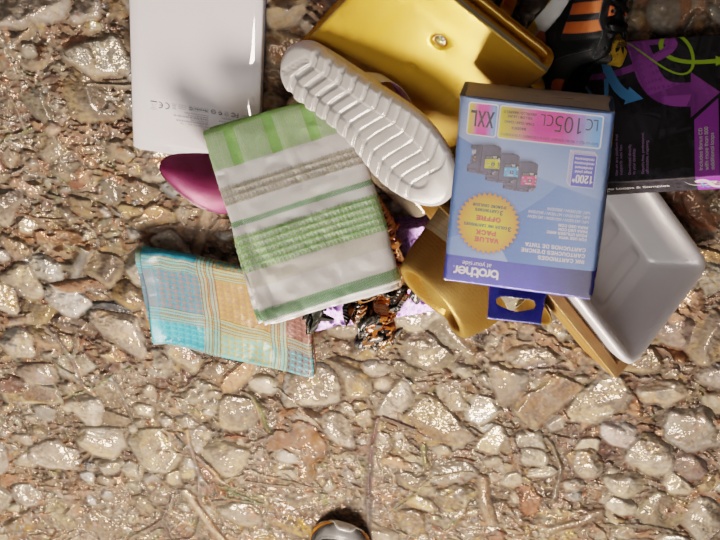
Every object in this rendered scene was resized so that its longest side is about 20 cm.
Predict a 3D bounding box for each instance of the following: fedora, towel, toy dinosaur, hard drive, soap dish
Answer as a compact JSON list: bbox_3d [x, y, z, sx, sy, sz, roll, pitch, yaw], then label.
[{"bbox_3d":[0.097,0.007,1.659,0.082,0.201,0.201,-45,113,-3],"label":"fedora"},{"bbox_3d":[-0.056,-0.061,1.656,0.148,0.031,0.201,-16,96,4],"label":"towel"},{"bbox_3d":[0.000,0.000,1.740,0.135,0.102,0.201,-7,111,-13],"label":"toy dinosaur"},{"bbox_3d":[-0.146,0.045,1.856,0.199,0.022,0.147,12,136,15],"label":"towel"},{"bbox_3d":[-0.160,-0.198,1.681,0.131,0.025,0.201,10,131,6],"label":"hard drive"},{"bbox_3d":[0.229,-0.020,1.654,0.200,0.157,0.081,49,160,-26],"label":"soap dish"}]

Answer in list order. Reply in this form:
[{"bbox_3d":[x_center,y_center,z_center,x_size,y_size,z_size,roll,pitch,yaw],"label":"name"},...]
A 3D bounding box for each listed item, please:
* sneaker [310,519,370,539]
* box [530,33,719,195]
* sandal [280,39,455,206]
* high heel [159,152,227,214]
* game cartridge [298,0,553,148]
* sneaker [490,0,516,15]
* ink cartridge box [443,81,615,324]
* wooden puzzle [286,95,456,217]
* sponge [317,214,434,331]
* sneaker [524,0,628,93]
[{"bbox_3d":[-0.039,0.384,2.099,0.078,0.077,0.201,17,129,1],"label":"sneaker"},{"bbox_3d":[0.238,-0.139,1.558,0.199,0.144,0.036,-4,158,17],"label":"box"},{"bbox_3d":[0.017,-0.145,1.577,0.203,0.050,0.082,43,129,-1],"label":"sandal"},{"bbox_3d":[-0.095,-0.099,1.690,0.199,0.068,0.096,11,141,-31],"label":"high heel"},{"bbox_3d":[0.051,-0.195,1.556,0.176,0.033,0.200,36,145,-13],"label":"game cartridge"},{"bbox_3d":[0.135,-0.298,1.488,0.077,0.078,0.200,27,141,-7],"label":"sneaker"},{"bbox_3d":[0.147,-0.056,1.505,0.136,0.076,0.201,7,109,8],"label":"ink cartridge box"},{"bbox_3d":[0.053,-0.153,1.659,0.185,0.037,0.200,40,127,-19],"label":"wooden puzzle"},{"bbox_3d":[-0.002,0.005,1.807,0.199,0.030,0.112,-10,126,22],"label":"sponge"},{"bbox_3d":[0.215,-0.228,1.505,0.090,0.070,0.200,51,128,23],"label":"sneaker"}]
